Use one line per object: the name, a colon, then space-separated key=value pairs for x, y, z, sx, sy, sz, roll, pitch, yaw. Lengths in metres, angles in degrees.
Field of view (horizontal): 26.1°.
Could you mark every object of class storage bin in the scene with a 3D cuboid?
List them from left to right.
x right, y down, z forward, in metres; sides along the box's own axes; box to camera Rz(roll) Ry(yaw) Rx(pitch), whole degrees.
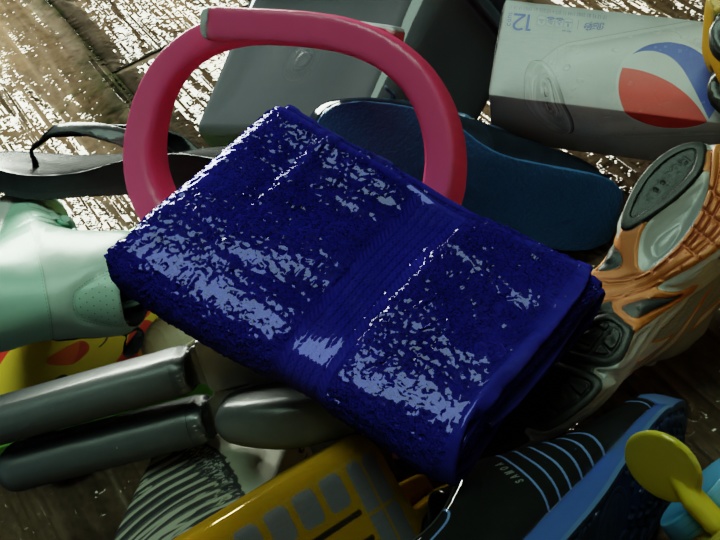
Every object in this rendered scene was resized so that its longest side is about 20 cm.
storage bin: x=-0.002 y=-0.115 z=1.003 sx=0.199 sy=0.145 sz=0.135 roll=7 pitch=64 yaw=44

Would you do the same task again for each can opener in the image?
can opener: x=-0.093 y=0.066 z=0.749 sx=0.198 sy=0.053 sz=0.067 roll=-13 pitch=16 yaw=14

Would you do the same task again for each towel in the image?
towel: x=0.000 y=0.000 z=0.719 sx=0.199 sy=0.050 sz=0.148 roll=27 pitch=45 yaw=20

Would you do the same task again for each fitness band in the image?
fitness band: x=-0.038 y=-0.064 z=0.823 sx=0.198 sy=0.145 sz=0.037 roll=9 pitch=5 yaw=23

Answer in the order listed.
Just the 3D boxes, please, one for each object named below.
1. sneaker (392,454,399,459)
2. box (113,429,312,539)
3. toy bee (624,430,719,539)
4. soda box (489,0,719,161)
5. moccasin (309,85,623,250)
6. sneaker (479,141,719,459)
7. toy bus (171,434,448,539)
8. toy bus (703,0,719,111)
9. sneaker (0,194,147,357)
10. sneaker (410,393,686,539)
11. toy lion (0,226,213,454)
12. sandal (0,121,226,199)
sneaker: x=-0.008 y=0.031 z=0.858 sx=0.095 sy=0.079 sz=0.200 roll=-44 pitch=50 yaw=-8
box: x=-0.080 y=0.164 z=0.726 sx=0.081 sy=0.069 sz=0.201 roll=-5 pitch=38 yaw=21
toy bee: x=0.171 y=0.100 z=0.648 sx=0.130 sy=0.109 sz=0.201 roll=25 pitch=70 yaw=-3
soda box: x=0.176 y=-0.104 z=0.901 sx=0.198 sy=0.068 sz=0.064 roll=8 pitch=72 yaw=9
moccasin: x=0.054 y=-0.052 z=0.898 sx=0.198 sy=0.081 sz=0.068 roll=18 pitch=13 yaw=-23
sneaker: x=0.131 y=0.032 z=0.784 sx=0.200 sy=0.092 sz=0.076 roll=-41 pitch=55 yaw=0
toy bus: x=-0.030 y=0.132 z=0.672 sx=0.065 sy=0.079 sz=0.199 roll=-32 pitch=-4 yaw=36
toy bus: x=0.241 y=-0.058 z=0.790 sx=0.078 sy=0.065 sz=0.202 roll=-20 pitch=65 yaw=3
sneaker: x=-0.162 y=0.000 z=0.899 sx=0.117 sy=0.075 sz=0.201 roll=-4 pitch=18 yaw=2
sneaker: x=0.082 y=0.102 z=0.697 sx=0.077 sy=0.071 sz=0.200 roll=14 pitch=25 yaw=29
toy lion: x=-0.147 y=0.038 z=0.933 sx=0.190 sy=0.069 sz=0.201 roll=-12 pitch=36 yaw=22
sandal: x=-0.132 y=-0.071 z=0.932 sx=0.198 sy=0.043 sz=0.076 roll=-2 pitch=13 yaw=9
